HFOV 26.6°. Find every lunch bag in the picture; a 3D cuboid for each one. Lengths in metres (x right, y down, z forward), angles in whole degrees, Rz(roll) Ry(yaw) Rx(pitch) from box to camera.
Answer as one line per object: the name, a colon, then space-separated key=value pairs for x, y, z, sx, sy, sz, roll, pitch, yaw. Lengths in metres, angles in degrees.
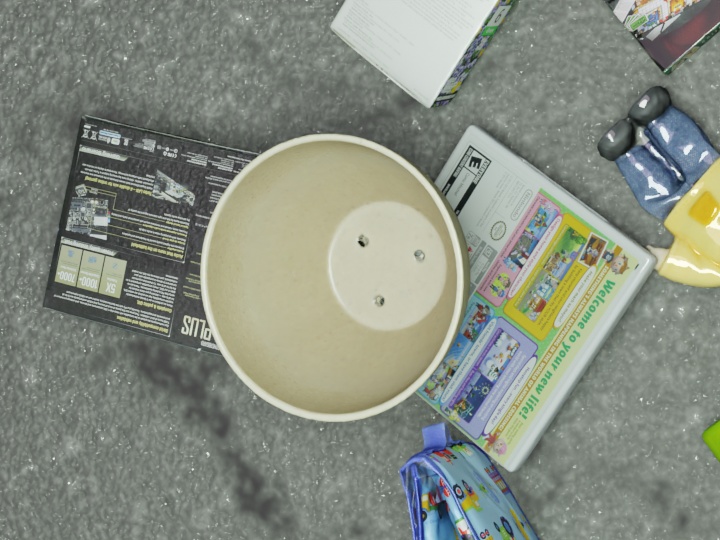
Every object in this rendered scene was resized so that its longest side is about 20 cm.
lunch bag: x=0.090 y=0.209 z=1.134 sx=0.093 sy=0.150 sz=0.202 roll=-21 pitch=83 yaw=17

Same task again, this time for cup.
cup: x=0.000 y=0.000 z=1.135 sx=0.198 sy=0.143 sz=0.203 roll=2 pitch=95 yaw=20

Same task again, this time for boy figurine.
boy figurine: x=0.261 y=-0.037 z=1.128 sx=0.124 sy=0.064 sz=0.201 roll=-42 pitch=73 yaw=12

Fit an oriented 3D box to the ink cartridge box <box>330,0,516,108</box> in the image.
ink cartridge box: x=0.073 y=-0.239 z=1.180 sx=0.109 sy=0.050 sz=0.201 roll=40 pitch=113 yaw=14

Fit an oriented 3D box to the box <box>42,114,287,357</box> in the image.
box: x=-0.141 y=-0.025 z=1.251 sx=0.198 sy=0.086 sz=0.166 roll=13 pitch=93 yaw=19

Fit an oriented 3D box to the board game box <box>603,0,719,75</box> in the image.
board game box: x=0.275 y=-0.252 z=1.148 sx=0.200 sy=0.023 sz=0.105 roll=-40 pitch=75 yaw=14

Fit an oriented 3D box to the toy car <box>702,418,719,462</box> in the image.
toy car: x=0.324 y=0.146 z=1.030 sx=0.157 sy=0.200 sz=0.165 roll=-39 pitch=78 yaw=14

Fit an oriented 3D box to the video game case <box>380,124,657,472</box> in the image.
video game case: x=0.104 y=0.021 z=1.180 sx=0.182 sy=0.022 sz=0.201 roll=39 pitch=108 yaw=22
